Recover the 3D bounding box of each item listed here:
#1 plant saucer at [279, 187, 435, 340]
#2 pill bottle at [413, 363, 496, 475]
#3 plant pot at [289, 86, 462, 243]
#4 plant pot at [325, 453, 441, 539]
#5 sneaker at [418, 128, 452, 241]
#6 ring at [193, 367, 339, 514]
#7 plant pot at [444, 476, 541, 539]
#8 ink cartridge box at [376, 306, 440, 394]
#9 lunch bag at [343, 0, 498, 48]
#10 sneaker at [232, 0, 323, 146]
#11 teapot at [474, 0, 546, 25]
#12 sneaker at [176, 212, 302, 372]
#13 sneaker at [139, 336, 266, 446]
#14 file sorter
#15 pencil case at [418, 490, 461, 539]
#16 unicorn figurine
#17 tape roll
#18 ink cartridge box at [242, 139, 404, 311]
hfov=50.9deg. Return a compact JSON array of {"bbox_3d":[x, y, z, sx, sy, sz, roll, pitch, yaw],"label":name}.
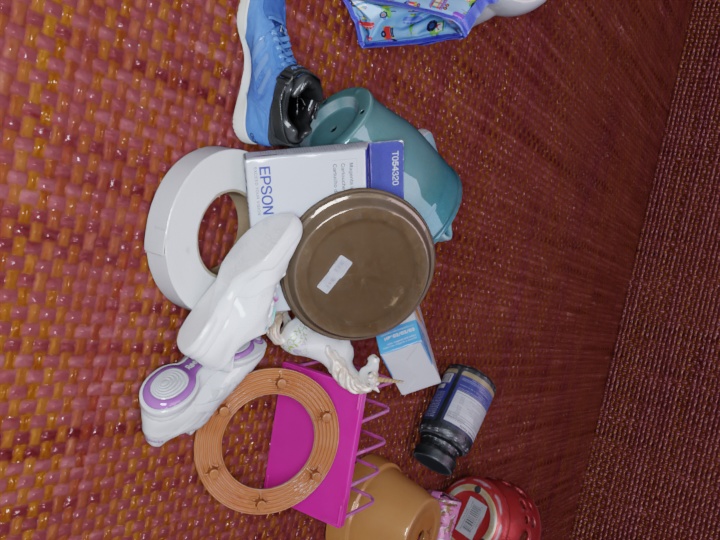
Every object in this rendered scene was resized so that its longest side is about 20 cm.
[{"bbox_3d":[0.000,0.000,0.923,0.197,0.030,0.203,-5,114,-11],"label":"plant saucer"},{"bbox_3d":[0.184,0.297,1.512,0.201,0.111,0.112,-59,144,-24],"label":"pill bottle"},{"bbox_3d":[0.008,-0.132,1.023,0.188,0.198,0.202,47,62,-37],"label":"plant pot"},{"bbox_3d":[0.051,0.443,1.333,0.199,0.139,0.203,-25,121,-50],"label":"plant pot"},{"bbox_3d":[0.131,-0.143,1.295,0.074,0.081,0.202,-41,133,-43],"label":"sneaker"},{"bbox_3d":[-0.120,0.229,1.002,0.198,0.019,0.204,-4,100,-22],"label":"ring"},{"bbox_3d":[0.274,0.555,1.676,0.182,0.199,0.203,33,74,-46],"label":"plant pot"},{"bbox_3d":[0.059,0.074,1.175,0.116,0.067,0.202,63,10,-46],"label":"ink cartridge box"},{"bbox_3d":[0.100,-0.388,1.048,0.151,0.198,0.095,-58,142,-26],"label":"lunch bag"},{"bbox_3d":[-0.088,-0.246,0.891,0.076,0.110,0.203,-4,104,-56],"label":"sneaker"},{"bbox_3d":[0.236,-0.520,1.270,0.198,0.146,0.200,-22,102,-15],"label":"teapot"},{"bbox_3d":[-0.123,0.027,0.881,0.088,0.075,0.201,39,88,-36],"label":"sneaker"},{"bbox_3d":[-0.194,0.137,0.926,0.199,0.074,0.101,-34,147,-47],"label":"sneaker"},{"bbox_3d":[-0.040,0.244,1.125,0.125,0.137,0.203,-1,103,-60],"label":"file sorter"},{"bbox_3d":[0.150,0.562,1.586,0.087,0.082,0.203,68,39,-82],"label":"pencil case"},{"bbox_3d":[-0.044,0.096,1.037,0.074,0.197,0.139,115,-18,-47],"label":"unicorn figurine"},{"bbox_3d":[-0.170,-0.046,0.908,0.202,0.037,0.206,-27,124,-50],"label":"tape roll"},{"bbox_3d":[-0.037,-0.053,0.929,0.197,0.043,0.199,-7,113,-8],"label":"ink cartridge box"}]
